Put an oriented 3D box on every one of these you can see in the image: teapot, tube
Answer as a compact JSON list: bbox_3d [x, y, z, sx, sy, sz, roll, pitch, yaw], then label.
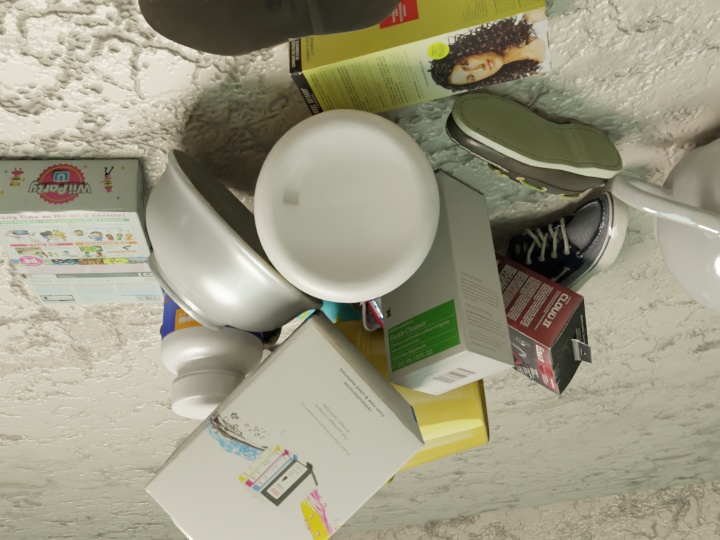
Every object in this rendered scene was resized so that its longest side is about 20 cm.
[{"bbox_3d":[0.364,-0.058,0.754,0.197,0.146,0.201,-40,130,-11],"label":"teapot"},{"bbox_3d":[-0.093,0.036,0.979,0.197,0.051,0.078,12,147,-15],"label":"tube"}]

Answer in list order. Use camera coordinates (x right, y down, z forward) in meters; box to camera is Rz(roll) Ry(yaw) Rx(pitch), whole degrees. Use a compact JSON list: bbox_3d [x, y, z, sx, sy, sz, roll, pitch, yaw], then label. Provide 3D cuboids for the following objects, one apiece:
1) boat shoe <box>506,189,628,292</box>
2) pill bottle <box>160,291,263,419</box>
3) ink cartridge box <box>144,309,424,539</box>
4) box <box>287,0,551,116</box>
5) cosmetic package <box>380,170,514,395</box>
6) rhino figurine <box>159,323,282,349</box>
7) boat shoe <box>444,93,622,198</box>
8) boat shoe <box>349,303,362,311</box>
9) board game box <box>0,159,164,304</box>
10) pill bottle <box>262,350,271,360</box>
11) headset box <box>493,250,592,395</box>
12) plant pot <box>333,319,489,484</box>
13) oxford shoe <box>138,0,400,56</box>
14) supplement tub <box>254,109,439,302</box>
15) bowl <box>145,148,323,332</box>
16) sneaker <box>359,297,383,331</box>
[{"bbox_3d":[0.228,-0.028,0.863,0.091,0.076,0.201,5,152,-4],"label":"boat shoe"},{"bbox_3d":[-0.163,0.054,0.830,0.110,0.203,0.112,-3,152,-2],"label":"pill bottle"},{"bbox_3d":[-0.064,0.160,0.689,0.200,0.145,0.147,-44,-178,1],"label":"ink cartridge box"},{"bbox_3d":[0.046,-0.173,0.593,0.197,0.051,0.075,-11,152,14],"label":"box"},{"bbox_3d":[0.083,0.014,0.788,0.084,0.203,0.107,20,142,-41],"label":"cosmetic package"},{"bbox_3d":[-0.184,0.075,0.967,0.198,0.061,0.087,-1,-162,34],"label":"rhino figurine"},{"bbox_3d":[0.156,-0.109,0.704,0.199,0.073,0.061,10,146,-29],"label":"boat shoe"},{"bbox_3d":[-0.013,0.006,0.931,0.067,0.058,0.199,-33,146,33],"label":"boat shoe"},{"bbox_3d":[-0.292,-0.034,0.798,0.145,0.065,0.201,-1,153,-7],"label":"board game box"},{"bbox_3d":[-0.151,0.210,1.222,0.109,0.112,0.201,-7,152,6],"label":"pill bottle"},{"bbox_3d":[0.181,0.056,0.890,0.199,0.075,0.149,30,165,31],"label":"headset box"},{"bbox_3d":[0.054,0.152,0.910,0.186,0.203,0.201,-10,152,11],"label":"plant pot"},{"bbox_3d":[-0.061,-0.193,0.532,0.197,0.071,0.072,4,115,14],"label":"oxford shoe"},{"bbox_3d":[-0.011,-0.050,0.654,0.143,0.148,0.200,-4,-179,-1],"label":"supplement tub"},{"bbox_3d":[-0.132,-0.009,0.701,0.090,0.201,0.201,-44,144,3],"label":"bowl"},{"bbox_3d":[0.000,0.000,0.843,0.199,0.114,0.071,22,145,-40],"label":"sneaker"}]
